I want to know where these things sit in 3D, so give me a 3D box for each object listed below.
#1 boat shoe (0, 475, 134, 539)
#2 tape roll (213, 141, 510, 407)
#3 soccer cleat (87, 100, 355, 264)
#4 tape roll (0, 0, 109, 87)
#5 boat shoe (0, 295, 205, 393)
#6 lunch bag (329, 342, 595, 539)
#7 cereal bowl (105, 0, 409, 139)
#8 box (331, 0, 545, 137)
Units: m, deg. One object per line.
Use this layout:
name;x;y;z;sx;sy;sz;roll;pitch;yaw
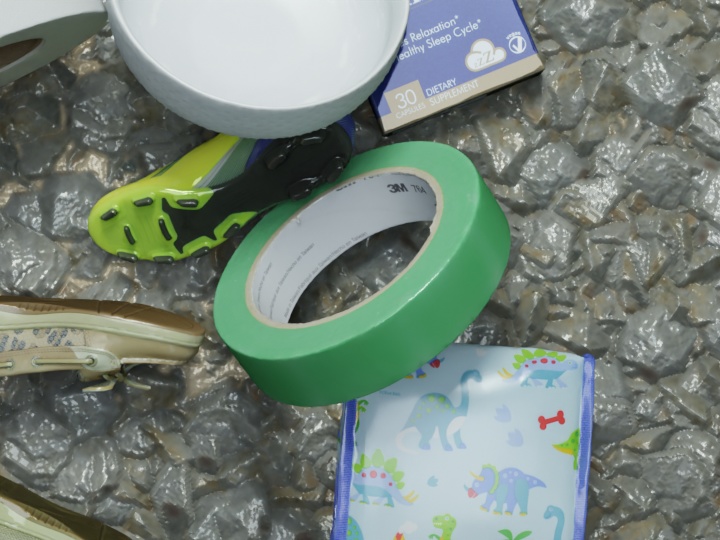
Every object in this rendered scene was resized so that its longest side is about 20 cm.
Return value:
boat shoe;-0.212;0.196;1.652;0.200;0.073;0.063;26;96;3
tape roll;0.000;0.000;1.593;0.200;0.200;0.048;-36;121;-1
soccer cleat;-0.093;-0.065;1.666;0.200;0.084;0.065;-23;122;15
tape roll;-0.282;-0.189;1.594;0.202;0.203;0.140;-25;89;-1
boat shoe;-0.203;0.052;1.657;0.199;0.073;0.063;4;95;11
lunch bag;0.065;0.153;1.624;0.169;0.127;0.201;3;79;0
cereal bowl;-0.071;-0.168;1.609;0.199;0.083;0.201;4;61;-8
box;0.034;-0.207;1.679;0.121;0.032;0.201;-22;88;0
